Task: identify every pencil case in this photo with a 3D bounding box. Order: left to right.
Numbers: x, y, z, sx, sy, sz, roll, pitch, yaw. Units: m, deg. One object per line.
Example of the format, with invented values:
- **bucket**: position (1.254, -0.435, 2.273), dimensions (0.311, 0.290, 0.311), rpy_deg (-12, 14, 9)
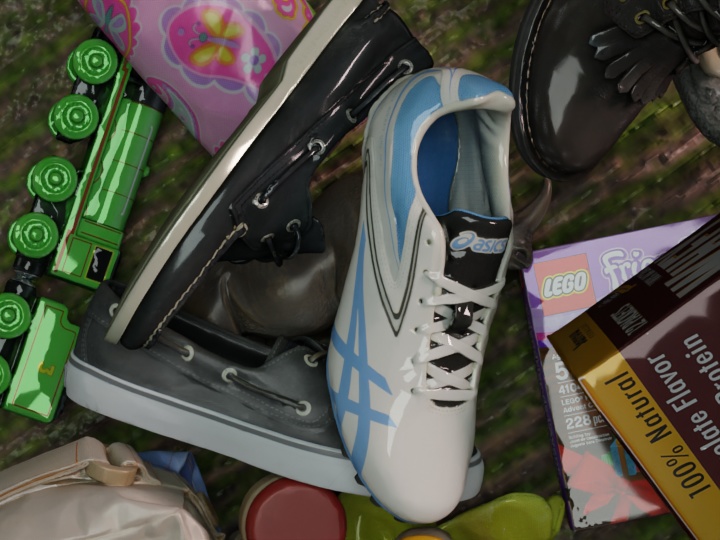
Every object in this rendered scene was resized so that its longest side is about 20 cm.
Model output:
- **pencil case**: position (-0.078, -0.129, 1.221), dimensions (0.087, 0.087, 0.200), rpy_deg (-42, 97, -1)

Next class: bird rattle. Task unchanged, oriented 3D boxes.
- **bird rattle**: position (0.027, 0.189, 1.175), dimensions (0.113, 0.163, 0.200), rpy_deg (6, 81, 8)

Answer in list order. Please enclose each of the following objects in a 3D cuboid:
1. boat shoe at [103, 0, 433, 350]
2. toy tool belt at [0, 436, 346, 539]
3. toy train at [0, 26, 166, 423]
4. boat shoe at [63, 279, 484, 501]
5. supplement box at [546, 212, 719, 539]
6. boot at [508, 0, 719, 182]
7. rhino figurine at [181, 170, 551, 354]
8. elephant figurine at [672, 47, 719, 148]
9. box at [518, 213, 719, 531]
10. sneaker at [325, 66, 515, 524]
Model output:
- **boat shoe**: position (-0.037, -0.037, 1.151), dimensions (0.066, 0.075, 0.199), rpy_deg (36, 75, -7)
- **toy tool belt**: position (-0.109, 0.132, 1.204), dimensions (0.200, 0.123, 0.125), rpy_deg (-18, 97, -6)
- **toy train**: position (-0.140, -0.020, 1.249), dimensions (0.056, 0.042, 0.200), rpy_deg (20, 85, -11)
- **boat shoe**: position (-0.037, 0.056, 1.171), dimensions (0.200, 0.069, 0.057), rpy_deg (15, 104, 6)
- **supplement box**: position (0.224, 0.057, 1.141), dimensions (0.200, 0.133, 0.197), rpy_deg (-36, 96, 3)
- **boot**: position (0.157, -0.109, 1.070), dimensions (0.069, 0.174, 0.200), rpy_deg (26, 95, -34)
- **rhino figurine**: position (0.000, 0.000, 1.224), dimensions (0.200, 0.060, 0.087), rpy_deg (-25, 86, 10)
- **elephant figurine**: position (0.159, -0.155, 1.217), dimensions (0.200, 0.142, 0.155), rpy_deg (28, 126, -3)
- **box**: position (0.185, 0.040, 1.237), dimensions (0.200, 0.039, 0.137), rpy_deg (-12, 86, 0)
- **sneaker**: position (0.031, 0.011, 1.113), dimensions (0.072, 0.072, 0.200), rpy_deg (4, 89, -31)
